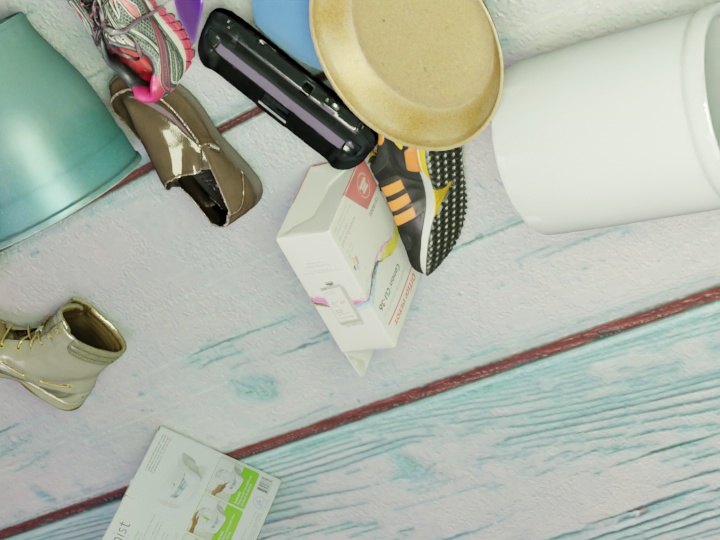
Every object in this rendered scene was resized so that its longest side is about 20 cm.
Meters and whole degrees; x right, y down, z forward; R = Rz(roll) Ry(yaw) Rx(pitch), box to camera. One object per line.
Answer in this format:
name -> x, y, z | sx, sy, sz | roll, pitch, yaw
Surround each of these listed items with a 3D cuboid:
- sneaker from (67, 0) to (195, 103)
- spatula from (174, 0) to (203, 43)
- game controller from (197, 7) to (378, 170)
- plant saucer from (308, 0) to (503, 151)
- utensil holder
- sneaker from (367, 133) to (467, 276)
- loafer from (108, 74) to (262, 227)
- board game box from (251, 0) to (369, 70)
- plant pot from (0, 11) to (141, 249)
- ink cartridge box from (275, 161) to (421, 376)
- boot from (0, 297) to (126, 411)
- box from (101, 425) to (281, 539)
sneaker -> -0.238, -0.250, 1.495 | 0.080, 0.075, 0.200 | -24, 118, 39
spatula -> -0.131, -0.294, 1.436 | 0.200, 0.020, 0.057 | -53, 56, 40
game controller -> -0.072, -0.171, 1.501 | 0.200, 0.042, 0.104 | 39, 167, -3
plant saucer -> 0.045, -0.200, 1.354 | 0.199, 0.035, 0.202 | 23, 133, 27
utensil holder -> 0.235, -0.122, 1.343 | 0.199, 0.171, 0.170 | -11, 127, 35
sneaker -> 0.050, -0.086, 1.544 | 0.090, 0.070, 0.201 | 26, 143, 26
loafer -> -0.180, -0.121, 1.597 | 0.200, 0.071, 0.073 | 43, 134, -19
board game box -> -0.024, -0.270, 1.409 | 0.157, 0.039, 0.201 | 14, 134, 20
plant pot -> -0.350, -0.146, 1.572 | 0.199, 0.200, 0.189 | -16, 110, 35
ink cartridge box -> 0.000, 0.000, 1.603 | 0.067, 0.117, 0.201 | -7, 130, 29
boot -> -0.391, 0.078, 1.889 | 0.199, 0.072, 0.155 | 31, 138, -15
box -> -0.217, 0.323, 1.956 | 0.175, 0.201, 0.097 | 23, 138, 0
